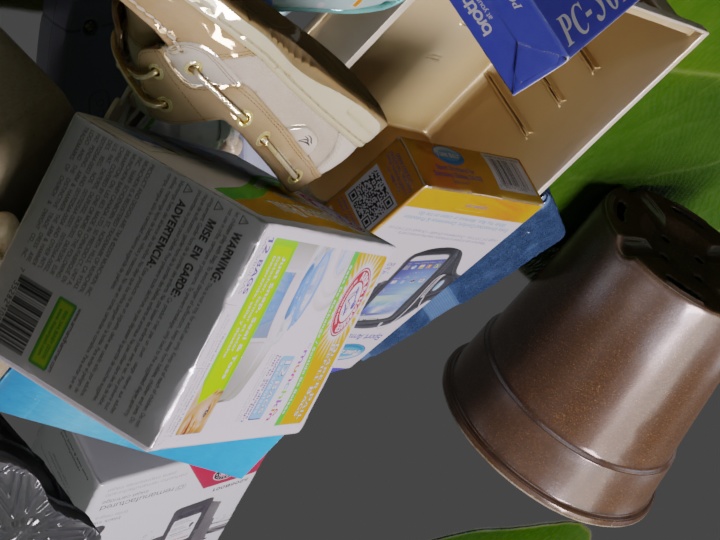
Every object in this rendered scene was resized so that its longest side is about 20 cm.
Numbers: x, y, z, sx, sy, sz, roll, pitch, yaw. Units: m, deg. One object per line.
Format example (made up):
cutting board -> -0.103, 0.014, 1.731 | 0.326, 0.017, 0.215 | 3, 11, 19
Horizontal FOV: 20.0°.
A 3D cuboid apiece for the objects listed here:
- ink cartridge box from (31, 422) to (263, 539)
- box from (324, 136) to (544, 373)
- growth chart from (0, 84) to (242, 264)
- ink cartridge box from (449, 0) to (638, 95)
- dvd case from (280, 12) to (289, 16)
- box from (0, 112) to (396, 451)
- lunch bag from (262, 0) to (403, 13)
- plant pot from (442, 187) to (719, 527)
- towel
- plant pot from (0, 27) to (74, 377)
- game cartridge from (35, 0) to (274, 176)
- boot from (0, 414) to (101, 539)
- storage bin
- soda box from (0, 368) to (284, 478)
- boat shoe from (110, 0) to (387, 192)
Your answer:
ink cartridge box -> -0.165, 0.158, 1.463 | 0.145, 0.084, 0.200 | -14, 149, -33
box -> 0.000, 0.000, 1.205 | 0.200, 0.042, 0.119 | -39, 154, 30
growth chart -> -0.108, -0.045, 0.962 | 0.200, 0.018, 0.145 | -51, 162, -35
ink cartridge box -> 0.112, -0.175, 1.065 | 0.044, 0.094, 0.200 | -30, -173, 41
dvd case -> -0.026, -0.206, 0.981 | 0.199, 0.022, 0.146 | -34, 132, 3
box -> -0.075, 0.007, 0.938 | 0.113, 0.101, 0.200 | -62, 164, 5
lunch bag -> -0.045, -0.200, 0.909 | 0.199, 0.077, 0.161 | -1, 127, -24
plant pot -> 0.198, 0.057, 1.574 | 0.200, 0.201, 0.199 | 1, 132, -48
towel -> 0.055, -0.002, 1.458 | 0.199, 0.049, 0.112 | -32, 155, 1
plant pot -> -0.236, -0.036, 0.937 | 0.177, 0.200, 0.200 | -38, 158, -22
game cartridge -> -0.104, -0.086, 1.062 | 0.132, 0.042, 0.201 | -13, 121, -27
boot -> -0.237, 0.072, 1.098 | 0.066, 0.200, 0.165 | -39, 152, -4
storage bin -> 0.065, -0.121, 1.203 | 0.200, 0.094, 0.198 | -44, 152, 26
soda box -> -0.141, 0.066, 1.282 | 0.199, 0.064, 0.068 | 21, 127, -35
boat shoe -> -0.070, -0.092, 0.883 | 0.069, 0.074, 0.200 | -46, 131, 10
